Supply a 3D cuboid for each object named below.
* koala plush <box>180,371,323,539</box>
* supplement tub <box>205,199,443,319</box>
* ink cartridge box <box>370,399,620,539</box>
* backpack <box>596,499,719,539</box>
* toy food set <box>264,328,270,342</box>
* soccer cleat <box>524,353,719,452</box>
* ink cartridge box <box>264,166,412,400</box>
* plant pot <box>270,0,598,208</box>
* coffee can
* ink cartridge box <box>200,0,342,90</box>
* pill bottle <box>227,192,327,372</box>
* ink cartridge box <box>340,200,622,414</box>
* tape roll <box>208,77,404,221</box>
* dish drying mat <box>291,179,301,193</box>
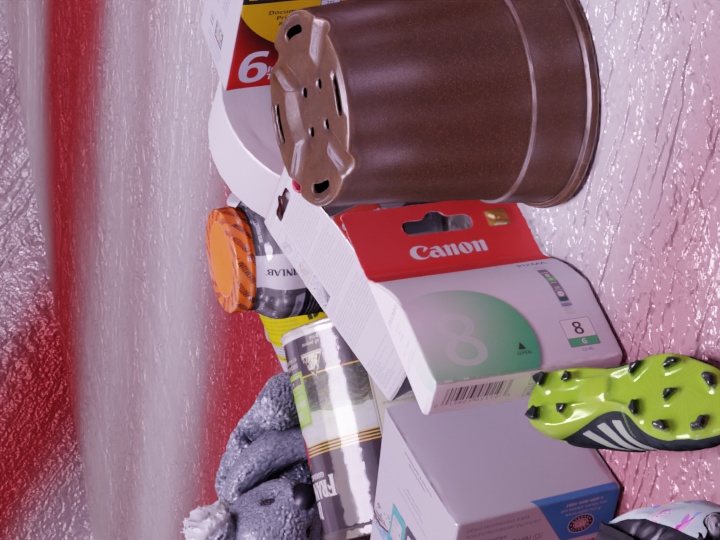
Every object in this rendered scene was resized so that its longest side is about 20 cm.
[{"bbox_3d":[-0.079,0.240,1.803,0.184,0.177,0.200,-45,13,31],"label":"koala plush"},{"bbox_3d":[-0.034,-0.024,1.702,0.122,0.200,0.123,170,90,-69],"label":"supplement tub"},{"bbox_3d":[0.103,0.218,1.519,0.146,0.146,0.200,-123,30,-46],"label":"ink cartridge box"},{"bbox_3d":[0.233,0.225,1.204,0.200,0.126,0.167,-165,79,-69],"label":"backpack"},{"bbox_3d":[-0.068,0.028,2.022,0.200,0.060,0.144,-155,58,-67],"label":"toy food set"},{"bbox_3d":[0.205,0.100,1.317,0.200,0.081,0.068,-3,65,51],"label":"soccer cleat"},{"bbox_3d":[0.000,0.000,1.562,0.200,0.050,0.109,55,151,18],"label":"ink cartridge box"},{"bbox_3d":[0.047,-0.136,1.421,0.200,0.198,0.201,172,90,-66],"label":"plant pot"},{"bbox_3d":[0.017,0.144,1.721,0.146,0.146,0.200,142,118,-67],"label":"coffee can"},{"bbox_3d":[-0.021,-0.250,1.563,0.176,0.200,0.084,107,148,-51],"label":"ink cartridge box"},{"bbox_3d":[-0.060,0.004,1.846,0.200,0.109,0.109,67,164,-19],"label":"pill bottle"},{"bbox_3d":[0.091,0.011,1.435,0.050,0.161,0.200,111,145,-50],"label":"ink cartridge box"},{"bbox_3d":[-0.033,-0.132,1.651,0.071,0.202,0.203,115,140,-56],"label":"tape roll"},{"bbox_3d":[0.014,-0.135,1.552,0.018,0.200,0.077,24,130,33],"label":"dish drying mat"}]
